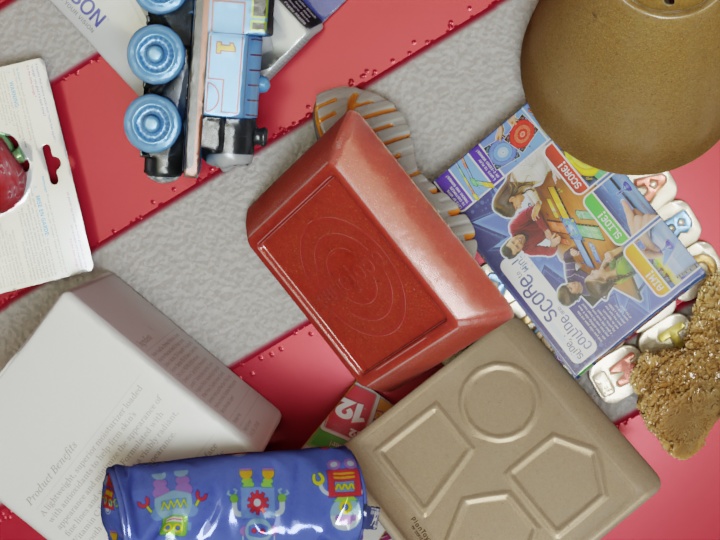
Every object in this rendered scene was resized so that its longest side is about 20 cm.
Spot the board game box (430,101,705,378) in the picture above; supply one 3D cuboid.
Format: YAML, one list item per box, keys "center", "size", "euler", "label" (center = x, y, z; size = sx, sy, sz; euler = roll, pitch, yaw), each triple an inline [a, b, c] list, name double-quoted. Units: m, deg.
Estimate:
- center: [0.166, -0.032, 1.174]
  size: [0.135, 0.034, 0.201]
  euler: [-38, 77, 7]
  label: "board game box"

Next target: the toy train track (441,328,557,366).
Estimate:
- center: [0.143, 0.075, 1.207]
  size: [0.115, 0.033, 0.200]
  euler: [45, 98, 8]
  label: "toy train track"

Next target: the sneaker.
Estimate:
- center: [0.016, -0.064, 1.182]
  size: [0.078, 0.077, 0.201]
  euler: [-21, 68, -26]
  label: "sneaker"

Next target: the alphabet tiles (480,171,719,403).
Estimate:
- center: [0.198, 0.006, 1.212]
  size: [0.194, 0.015, 0.201]
  euler: [-31, 92, 6]
  label: "alphabet tiles"

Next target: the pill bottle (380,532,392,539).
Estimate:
- center: [0.046, 0.258, 1.182]
  size: [0.198, 0.113, 0.115]
  euler: [-23, 93, 5]
  label: "pill bottle"

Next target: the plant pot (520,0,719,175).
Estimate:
- center: [0.218, -0.190, 1.076]
  size: [0.184, 0.200, 0.189]
  euler: [-1, 77, 3]
  label: "plant pot"

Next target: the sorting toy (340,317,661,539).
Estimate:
- center: [0.107, 0.159, 1.135]
  size: [0.199, 0.037, 0.186]
  euler: [-35, 67, -14]
  label: "sorting toy"

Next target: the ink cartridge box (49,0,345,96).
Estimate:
- center: [-0.137, -0.238, 1.199]
  size: [0.200, 0.041, 0.200]
  euler: [-44, 91, 6]
  label: "ink cartridge box"

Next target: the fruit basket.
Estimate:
- center: [-0.343, -0.067, 1.219]
  size: [0.198, 0.094, 0.188]
  euler: [-15, 95, -11]
  label: "fruit basket"

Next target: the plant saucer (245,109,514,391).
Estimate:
- center: [0.000, 0.000, 1.147]
  size: [0.201, 0.199, 0.037]
  euler: [51, 53, -2]
  label: "plant saucer"

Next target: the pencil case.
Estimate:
- center: [-0.090, 0.178, 1.053]
  size: [0.197, 0.078, 0.088]
  euler: [-2, 75, -16]
  label: "pencil case"

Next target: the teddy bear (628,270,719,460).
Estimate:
- center: [0.309, 0.067, 1.182]
  size: [0.145, 0.067, 0.200]
  euler: [40, 94, -29]
  label: "teddy bear"

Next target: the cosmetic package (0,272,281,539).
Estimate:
- center: [-0.195, 0.131, 1.174]
  size: [0.199, 0.165, 0.165]
  euler: [40, 96, -1]
  label: "cosmetic package"

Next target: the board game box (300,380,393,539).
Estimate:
- center: [-0.016, 0.179, 1.159]
  size: [0.095, 0.200, 0.030]
  euler: [35, 138, 7]
  label: "board game box"

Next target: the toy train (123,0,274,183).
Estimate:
- center: [-0.126, -0.169, 1.144]
  size: [0.113, 0.087, 0.203]
  euler: [4, 97, -3]
  label: "toy train"
